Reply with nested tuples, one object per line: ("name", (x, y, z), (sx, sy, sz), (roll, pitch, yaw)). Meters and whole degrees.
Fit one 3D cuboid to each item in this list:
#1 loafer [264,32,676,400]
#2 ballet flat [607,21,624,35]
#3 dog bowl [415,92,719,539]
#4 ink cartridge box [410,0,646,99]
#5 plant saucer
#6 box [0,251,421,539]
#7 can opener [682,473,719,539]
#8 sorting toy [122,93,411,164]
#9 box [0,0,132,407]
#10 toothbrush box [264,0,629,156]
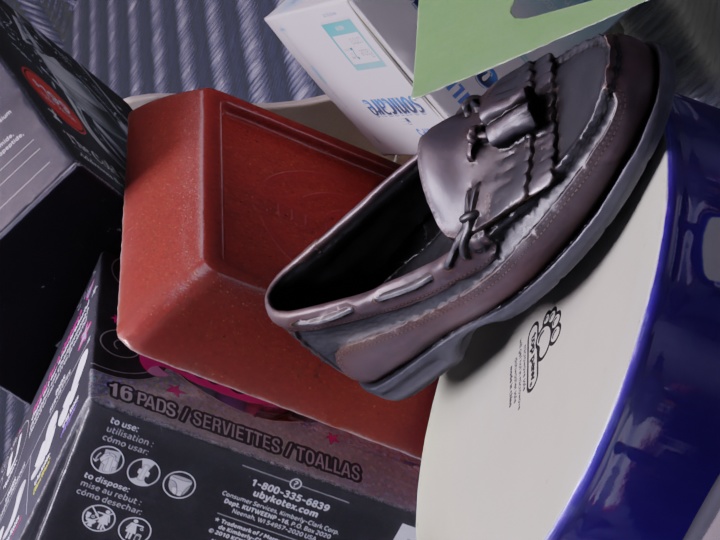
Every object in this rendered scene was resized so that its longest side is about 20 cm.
("loafer", (0.033, -0.019, 0.909), (0.200, 0.063, 0.072), (-47, 28, 46))
("ballet flat", (0.088, -0.076, 1.139), (0.067, 0.067, 0.200), (-37, 27, 25))
("dog bowl", (0.095, 0.039, 0.915), (0.200, 0.079, 0.201), (-160, 90, -76))
("ink cartridge box", (0.074, -0.160, 0.933), (0.145, 0.048, 0.200), (-22, 33, 22))
("plant saucer", (0.000, 0.000, 1.073), (0.200, 0.199, 0.037), (-95, 30, -59))
("box", (-0.042, 0.099, 1.096), (0.115, 0.199, 0.132), (-96, 30, -58))
("can opener", (0.105, 0.116, 0.799), (0.079, 0.063, 0.201), (35, 104, 51))
("sorting toy", (-0.056, -0.005, 1.317), (0.107, 0.179, 0.201), (141, 147, -71))
("box", (-0.151, -0.030, 1.181), (0.104, 0.200, 0.182), (-43, 55, 5))
("toothbrush box", (0.071, -0.142, 1.072), (0.200, 0.085, 0.146), (-44, 12, -8))
